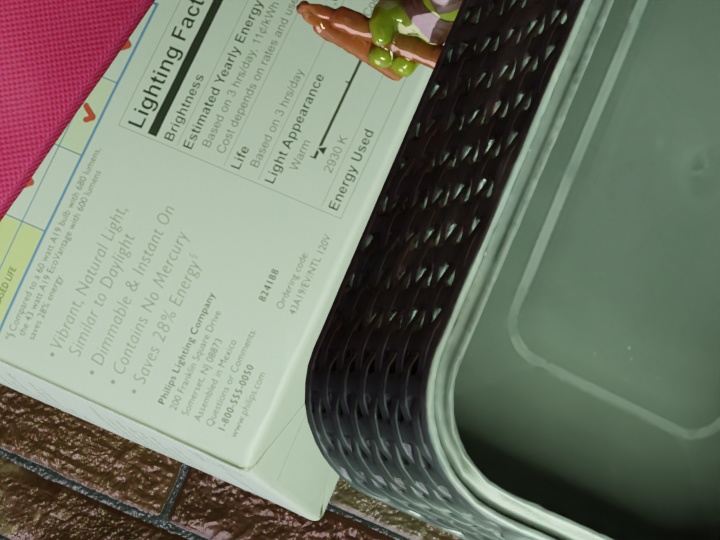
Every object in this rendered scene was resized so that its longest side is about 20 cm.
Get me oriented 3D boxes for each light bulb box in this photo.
[{"bbox_3d":[-0.075,-0.039,0.896,0.199,0.199,0.125,23,170,16],"label":"light bulb box"}]

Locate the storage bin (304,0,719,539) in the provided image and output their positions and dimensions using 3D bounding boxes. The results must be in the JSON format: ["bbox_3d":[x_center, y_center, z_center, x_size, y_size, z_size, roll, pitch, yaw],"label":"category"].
[{"bbox_3d":[0.089,-0.025,0.500,0.135,0.201,0.094,26,171,-13],"label":"storage bin"}]

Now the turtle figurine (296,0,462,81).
[{"bbox_3d":[0.028,-0.096,0.670,0.161,0.064,0.200,43,165,35],"label":"turtle figurine"}]

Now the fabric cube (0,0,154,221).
[{"bbox_3d":[-0.167,-0.106,0.619,0.200,0.200,0.196,39,166,-21],"label":"fabric cube"}]
